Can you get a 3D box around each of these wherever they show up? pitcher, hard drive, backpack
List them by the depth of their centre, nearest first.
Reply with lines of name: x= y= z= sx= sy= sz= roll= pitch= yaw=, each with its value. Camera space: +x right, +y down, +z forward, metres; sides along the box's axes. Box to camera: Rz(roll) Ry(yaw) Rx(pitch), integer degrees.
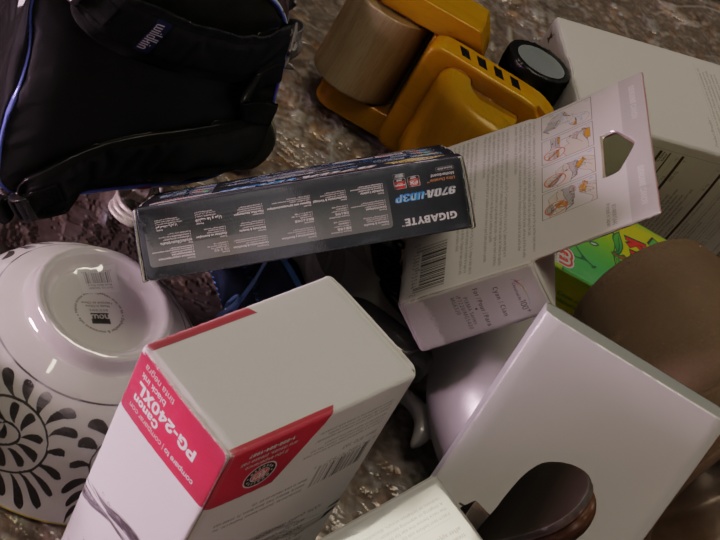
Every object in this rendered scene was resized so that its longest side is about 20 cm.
hard drive: x=0.119 y=0.136 z=1.100 sx=0.132 sy=0.200 sz=0.027 roll=31 pitch=19 yaw=-3
backpack: x=-0.148 y=-0.138 z=1.136 sx=0.190 sy=0.200 sz=0.154 roll=4 pitch=39 yaw=-29
pitcher: x=0.075 y=0.077 z=1.201 sx=0.171 sy=0.121 sz=0.201 roll=-16 pitch=58 yaw=3

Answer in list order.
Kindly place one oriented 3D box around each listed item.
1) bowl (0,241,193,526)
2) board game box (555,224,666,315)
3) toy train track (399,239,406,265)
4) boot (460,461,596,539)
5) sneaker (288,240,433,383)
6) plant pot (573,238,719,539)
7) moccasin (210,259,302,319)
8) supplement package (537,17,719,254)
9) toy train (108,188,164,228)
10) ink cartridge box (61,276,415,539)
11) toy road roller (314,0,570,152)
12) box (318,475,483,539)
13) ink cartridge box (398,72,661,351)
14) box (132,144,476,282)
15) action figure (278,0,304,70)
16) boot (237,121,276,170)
bowl: x=-0.171 y=0.048 z=1.075 sx=0.200 sy=0.094 sz=0.201 roll=18 pitch=43 yaw=-18
board game box: x=0.210 y=0.013 z=1.371 sx=0.200 sy=0.048 sz=0.102 roll=28 pitch=40 yaw=-17
toy train track: x=0.058 y=-0.001 z=1.319 sx=0.200 sy=0.033 sz=0.115 roll=37 pitch=33 yaw=-5
boot: x=0.145 y=0.211 z=1.036 sx=0.200 sy=0.186 sz=0.064 roll=46 pitch=64 yaw=-5
sneaker: x=0.000 y=0.000 z=1.192 sx=0.074 sy=0.079 sz=0.200 roll=53 pitch=0 yaw=-44
plant pot: x=0.236 y=0.079 z=1.233 sx=0.200 sy=0.201 sz=0.175 roll=-7 pitch=52 yaw=-37
moccasin: x=-0.064 y=0.051 z=1.151 sx=0.068 sy=0.081 sz=0.200 roll=-13 pitch=54 yaw=-24
supplement package: x=0.228 y=-0.107 z=1.459 sx=0.199 sy=0.120 sz=0.122 roll=13 pitch=46 yaw=-23
toy train: x=-0.212 y=-0.099 z=1.223 sx=0.200 sy=0.056 sz=0.150 roll=34 pitch=46 yaw=2
ink cartridge box: x=-0.076 y=0.115 z=0.992 sx=0.145 sy=0.200 sz=0.083 roll=-21 pitch=60 yaw=-43
toy road roller: x=0.058 y=-0.131 z=1.353 sx=0.200 sy=0.123 sz=0.146 roll=31 pitch=31 yaw=-3
box: x=0.049 y=0.241 z=0.992 sx=0.097 sy=0.125 sz=0.200 roll=-25 pitch=66 yaw=-26
ink cartridge box: x=0.117 y=-0.042 z=1.162 sx=0.200 sy=0.176 sz=0.045 roll=-81 pitch=147 yaw=-58
box: x=-0.035 y=-0.039 z=1.089 sx=0.199 sy=0.046 sz=0.159 roll=-10 pitch=6 yaw=-2
action figure: x=-0.102 y=-0.220 z=1.279 sx=0.200 sy=0.069 sz=0.130 roll=51 pitch=9 yaw=-33
boot: x=-0.131 y=-0.181 z=1.333 sx=0.204 sy=0.073 sz=0.154 roll=43 pitch=25 yaw=-13
